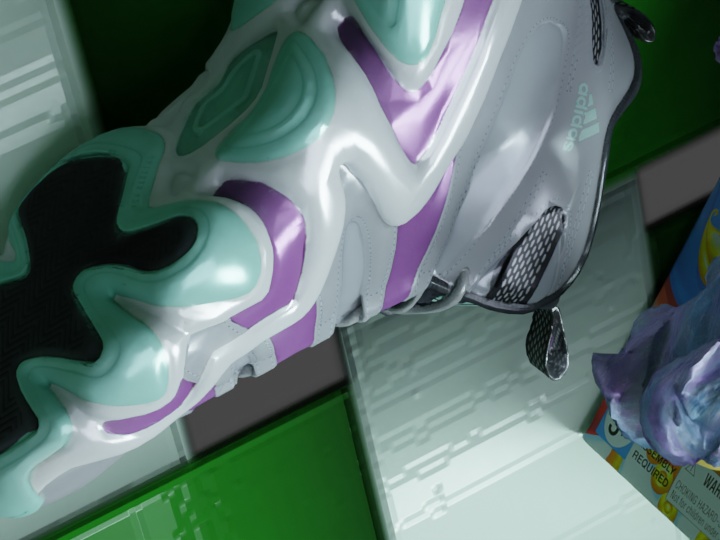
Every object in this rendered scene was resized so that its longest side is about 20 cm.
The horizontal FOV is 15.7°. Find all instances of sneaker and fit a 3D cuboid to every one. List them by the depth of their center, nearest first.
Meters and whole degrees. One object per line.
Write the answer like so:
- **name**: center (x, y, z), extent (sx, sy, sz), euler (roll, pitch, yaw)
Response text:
- **sneaker**: center (0.000, 0.000, 0.637), extent (0.200, 0.078, 0.140), euler (-49, 130, 2)

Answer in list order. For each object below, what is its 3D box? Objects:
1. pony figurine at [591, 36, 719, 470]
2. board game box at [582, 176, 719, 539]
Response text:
- **pony figurine**: center (0.135, -0.032, 0.596), extent (0.201, 0.192, 0.166), euler (-66, 164, 12)
- **board game box**: center (0.168, -0.005, 0.723), extent (0.104, 0.103, 0.201), euler (14, 108, -37)
